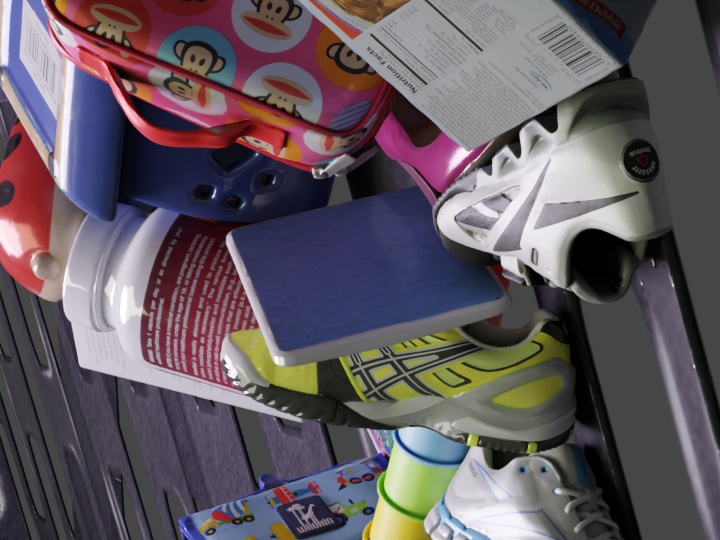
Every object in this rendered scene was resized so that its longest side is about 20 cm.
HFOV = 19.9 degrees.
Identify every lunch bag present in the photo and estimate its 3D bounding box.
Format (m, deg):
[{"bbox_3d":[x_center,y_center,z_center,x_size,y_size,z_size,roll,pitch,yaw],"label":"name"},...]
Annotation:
[{"bbox_3d":[-0.065,-0.142,1.092,0.199,0.177,0.082,25,164,3],"label":"lunch bag"},{"bbox_3d":[-0.017,0.200,1.327,0.200,0.150,0.094,50,152,46],"label":"lunch bag"}]

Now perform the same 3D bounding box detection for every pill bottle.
[{"bbox_3d":[-0.086,0.020,1.337,0.199,0.113,0.113,15,136,13],"label":"pill bottle"}]

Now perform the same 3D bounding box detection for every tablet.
[{"bbox_3d":[0.000,0.000,1.147,0.200,0.130,0.014,-119,16,-66],"label":"tablet"}]

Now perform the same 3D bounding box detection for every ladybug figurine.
[{"bbox_3d":[-0.212,-0.059,1.417,0.200,0.072,0.136,-89,14,-58],"label":"ladybug figurine"}]

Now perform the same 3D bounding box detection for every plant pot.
[{"bbox_3d":[-0.125,-0.153,1.302,0.200,0.179,0.201,55,145,42],"label":"plant pot"}]

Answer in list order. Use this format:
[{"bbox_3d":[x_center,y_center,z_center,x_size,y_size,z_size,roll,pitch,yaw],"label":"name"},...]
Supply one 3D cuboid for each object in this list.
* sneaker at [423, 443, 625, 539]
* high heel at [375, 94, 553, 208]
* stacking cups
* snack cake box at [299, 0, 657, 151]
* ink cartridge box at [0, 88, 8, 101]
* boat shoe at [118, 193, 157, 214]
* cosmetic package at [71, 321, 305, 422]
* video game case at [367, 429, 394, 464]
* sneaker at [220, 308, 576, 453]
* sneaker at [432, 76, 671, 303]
[{"bbox_3d":[0.112,0.142,1.126,0.200,0.075,0.087,30,105,47],"label":"sneaker"},{"bbox_3d":[0.043,-0.089,1.095,0.096,0.067,0.200,60,163,3],"label":"high heel"},{"bbox_3d":[0.052,0.084,1.214,0.061,0.060,0.201,49,133,48],"label":"stacking cups"},{"bbox_3d":[0.023,-0.155,0.907,0.200,0.067,0.115,41,145,-17],"label":"snack cake box"},{"bbox_3d":[-0.206,-0.217,1.474,0.145,0.199,0.146,14,121,65],"label":"ink cartridge box"},{"bbox_3d":[-0.135,-0.091,1.464,0.199,0.068,0.074,-106,38,-66],"label":"boat shoe"},{"bbox_3d":[-0.112,0.031,1.480,0.199,0.071,0.102,12,125,28],"label":"cosmetic package"},{"bbox_3d":[0.064,0.138,1.315,0.201,0.024,0.182,64,159,21],"label":"video game case"},{"bbox_3d":[0.022,0.046,1.139,0.075,0.199,0.077,-70,-14,-75],"label":"sneaker"},{"bbox_3d":[0.094,-0.018,1.017,0.200,0.074,0.089,134,118,-69],"label":"sneaker"}]
